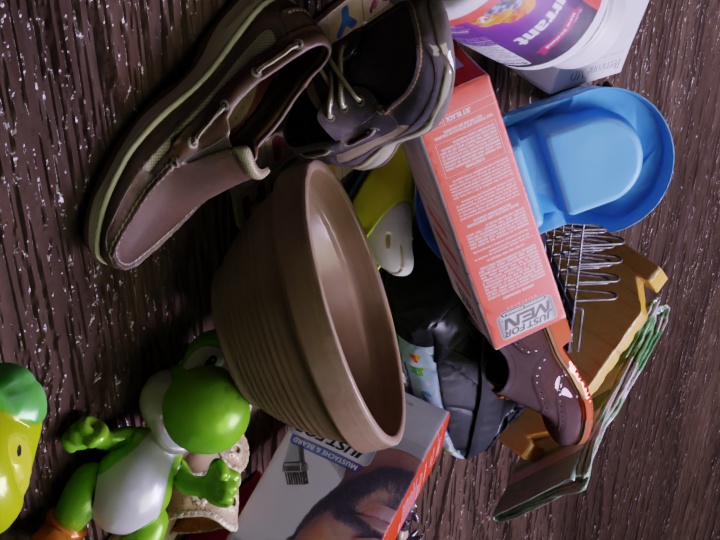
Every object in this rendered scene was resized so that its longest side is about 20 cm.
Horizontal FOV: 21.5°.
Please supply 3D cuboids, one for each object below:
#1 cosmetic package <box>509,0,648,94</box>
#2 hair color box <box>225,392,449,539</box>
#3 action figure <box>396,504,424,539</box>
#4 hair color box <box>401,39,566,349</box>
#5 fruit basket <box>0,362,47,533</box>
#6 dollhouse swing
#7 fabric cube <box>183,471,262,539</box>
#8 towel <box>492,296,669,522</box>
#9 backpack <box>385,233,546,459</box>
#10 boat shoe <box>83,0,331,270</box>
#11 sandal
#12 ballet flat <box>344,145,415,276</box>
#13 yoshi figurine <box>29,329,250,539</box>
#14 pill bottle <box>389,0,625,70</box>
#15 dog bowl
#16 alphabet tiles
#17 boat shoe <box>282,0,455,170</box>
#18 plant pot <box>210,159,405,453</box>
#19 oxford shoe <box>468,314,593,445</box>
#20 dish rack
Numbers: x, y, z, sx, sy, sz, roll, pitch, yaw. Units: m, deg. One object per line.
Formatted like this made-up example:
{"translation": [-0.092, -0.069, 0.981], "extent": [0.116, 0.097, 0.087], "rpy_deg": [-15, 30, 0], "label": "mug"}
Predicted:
{"translation": [0.177, -0.239, 1.414], "extent": [0.101, 0.074, 0.202], "rpy_deg": [-21, 138, -45], "label": "cosmetic package"}
{"translation": [-0.021, 0.180, 1.483], "extent": [0.064, 0.110, 0.201], "rpy_deg": [94, 22, -59], "label": "hair color box"}
{"translation": [0.001, 0.232, 1.701], "extent": [0.130, 0.069, 0.201], "rpy_deg": [-49, 157, -24], "label": "action figure"}
{"translation": [0.076, -0.057, 1.327], "extent": [0.061, 0.102, 0.201], "rpy_deg": [-23, 121, -5], "label": "hair color box"}
{"translation": [-0.259, 0.151, 1.122], "extent": [0.214, 0.156, 0.217], "rpy_deg": [-23, 146, -16], "label": "fruit basket"}
{"translation": [0.191, 0.072, 1.717], "extent": [0.201, 0.181, 0.176], "rpy_deg": [-54, 140, 1], "label": "dollhouse swing"}
{"translation": [-0.073, 0.330, 1.548], "extent": [0.200, 0.199, 0.197], "rpy_deg": [-40, 150, -22], "label": "fabric cube"}
{"translation": [0.196, 0.125, 1.681], "extent": [0.201, 0.023, 0.152], "rpy_deg": [-60, -169, -29], "label": "towel"}
{"translation": [0.085, 0.058, 1.564], "extent": [0.163, 0.153, 0.201], "rpy_deg": [-44, 131, -28], "label": "backpack"}
{"translation": [-0.092, -0.078, 1.173], "extent": [0.203, 0.075, 0.075], "rpy_deg": [-56, 153, 5], "label": "boat shoe"}
{"translation": [-0.124, 0.185, 1.437], "extent": [0.212, 0.069, 0.078], "rpy_deg": [-53, 153, -1], "label": "sandal"}
{"translation": [0.000, 0.000, 1.420], "extent": [0.201, 0.067, 0.067], "rpy_deg": [-57, 154, 6], "label": "ballet flat"}
{"translation": [-0.142, 0.134, 1.315], "extent": [0.201, 0.112, 0.112], "rpy_deg": [-56, 146, 0], "label": "yoshi figurine"}
{"translation": [0.101, -0.199, 1.280], "extent": [0.199, 0.111, 0.112], "rpy_deg": [16, 109, -56], "label": "pill bottle"}
{"translation": [0.134, -0.073, 1.426], "extent": [0.198, 0.050, 0.112], "rpy_deg": [-19, 110, 1], "label": "dog bowl"}
{"translation": [-0.019, -0.119, 1.318], "extent": [0.200, 0.008, 0.168], "rpy_deg": [-41, 151, -24], "label": "alphabet tiles"}
{"translation": [0.002, -0.112, 1.208], "extent": [0.073, 0.075, 0.200], "rpy_deg": [-7, 162, -22], "label": "boat shoe"}
{"translation": [-0.042, 0.033, 1.302], "extent": [0.092, 0.203, 0.201], "rpy_deg": [-15, 155, 12], "label": "plant pot"}
{"translation": [0.131, 0.077, 1.488], "extent": [0.072, 0.071, 0.201], "rpy_deg": [-29, 134, -6], "label": "oxford shoe"}
{"translation": [0.182, -0.039, 1.561], "extent": [0.054, 0.154, 0.202], "rpy_deg": [1, 117, -7], "label": "dish rack"}
